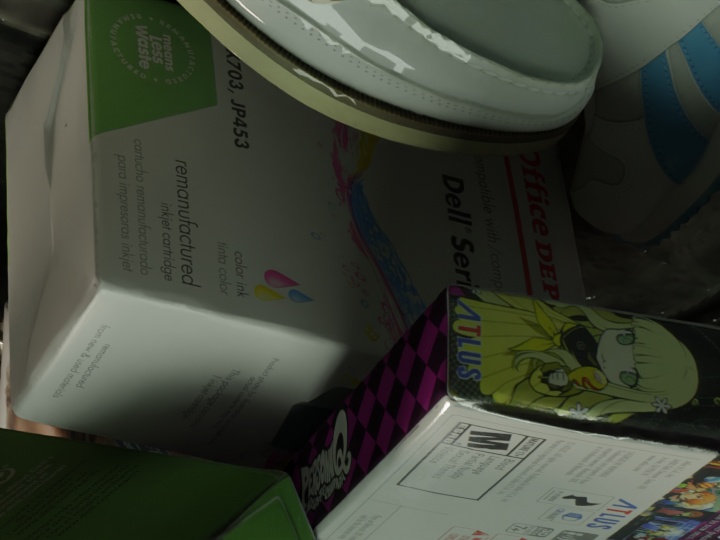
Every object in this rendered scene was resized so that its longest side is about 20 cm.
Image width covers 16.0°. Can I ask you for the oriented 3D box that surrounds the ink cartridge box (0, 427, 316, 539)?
[{"bbox_3d":[-0.085,0.106,0.739,0.199,0.059,0.104,4,123,48],"label":"ink cartridge box"}]

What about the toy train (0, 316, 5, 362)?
[{"bbox_3d":[-0.150,0.078,0.886,0.150,0.056,0.201,-19,136,-27],"label":"toy train"}]

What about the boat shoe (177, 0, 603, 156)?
[{"bbox_3d":[-0.015,-0.099,0.646,0.199,0.075,0.068,28,131,-17],"label":"boat shoe"}]

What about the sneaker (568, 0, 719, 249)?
[{"bbox_3d":[0.086,-0.085,0.709,0.080,0.077,0.200,21,142,3],"label":"sneaker"}]

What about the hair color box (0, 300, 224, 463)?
[{"bbox_3d":[-0.076,0.106,0.849,0.060,0.100,0.201,-17,135,-31],"label":"hair color box"}]

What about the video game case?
[{"bbox_3d":[0.074,0.067,0.699,0.180,0.036,0.200,9,155,-15],"label":"video game case"}]

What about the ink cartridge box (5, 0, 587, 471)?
[{"bbox_3d":[0.000,0.000,0.755,0.199,0.118,0.067,14,138,-25],"label":"ink cartridge box"}]
